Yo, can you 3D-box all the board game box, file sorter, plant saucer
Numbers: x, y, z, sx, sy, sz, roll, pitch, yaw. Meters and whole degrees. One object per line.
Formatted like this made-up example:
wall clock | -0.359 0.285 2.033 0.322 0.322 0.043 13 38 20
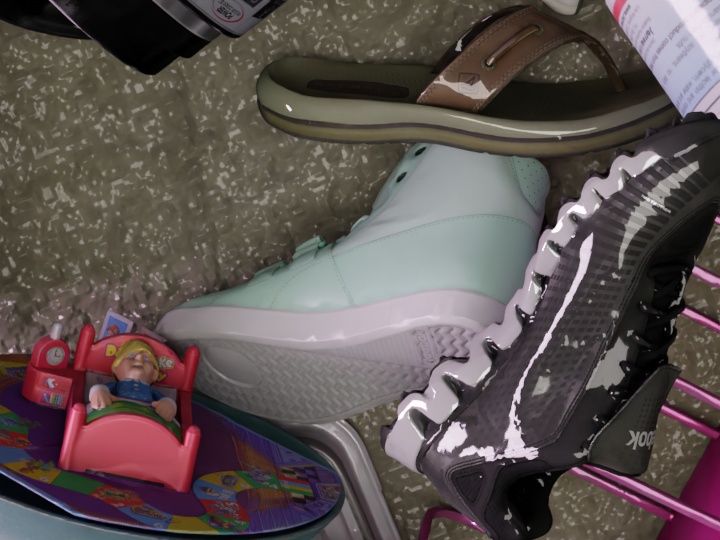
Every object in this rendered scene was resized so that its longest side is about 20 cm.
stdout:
board game box | -0.103 0.054 0.955 0.200 0.158 0.039 23 106 35
file sorter | 0.118 0.072 0.983 0.125 0.139 0.200 26 106 -2
plant saucer | -0.107 0.091 0.970 0.199 0.200 0.036 15 104 0

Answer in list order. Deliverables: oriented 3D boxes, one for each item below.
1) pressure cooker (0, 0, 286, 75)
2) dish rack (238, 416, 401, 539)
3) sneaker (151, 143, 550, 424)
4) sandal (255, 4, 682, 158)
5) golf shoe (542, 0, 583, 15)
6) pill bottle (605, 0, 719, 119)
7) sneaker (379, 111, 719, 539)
pressure cooker | -0.090 -0.178 0.907 0.200 0.179 0.176 -39 111 8
dish rack | -0.053 0.179 1.074 0.171 0.044 0.200 -20 104 9
sneaker | 0.000 0.000 1.015 0.200 0.118 0.074 -8 138 36
sandal | 0.053 -0.086 0.973 0.200 0.080 0.058 2 108 4
golf shoe | 0.149 -0.179 0.959 0.200 0.078 0.097 -21 128 9
pill bottle | 0.192 -0.064 0.884 0.109 0.109 0.200 -35 77 12
sneaker | 0.095 0.031 0.867 0.091 0.066 0.200 51 117 24
